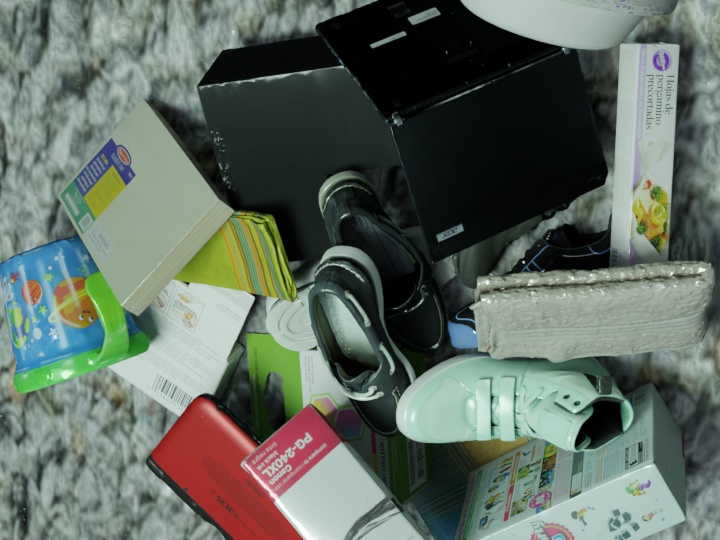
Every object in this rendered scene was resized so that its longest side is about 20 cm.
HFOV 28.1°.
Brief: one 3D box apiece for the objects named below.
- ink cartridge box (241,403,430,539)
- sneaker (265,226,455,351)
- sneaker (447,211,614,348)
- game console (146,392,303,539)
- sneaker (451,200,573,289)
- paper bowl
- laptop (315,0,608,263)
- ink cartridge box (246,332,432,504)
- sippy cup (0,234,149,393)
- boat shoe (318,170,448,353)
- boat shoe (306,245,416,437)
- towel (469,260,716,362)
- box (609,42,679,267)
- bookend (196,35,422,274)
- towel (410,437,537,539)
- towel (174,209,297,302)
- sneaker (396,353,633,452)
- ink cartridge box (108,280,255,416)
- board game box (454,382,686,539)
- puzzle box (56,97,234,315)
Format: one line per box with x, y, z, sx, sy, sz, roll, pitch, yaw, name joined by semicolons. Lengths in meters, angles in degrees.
-0.004;0.223;1.265;0.083;0.145;0.200;-40;79;-5;ink cartridge box
0.000;0.000;1.348;0.198;0.081;0.077;-21;116;9;sneaker
0.160;0.007;1.282;0.199;0.070;0.078;-20;98;22;sneaker
-0.103;0.217;1.442;0.200;0.119;0.173;43;123;4;game console
0.141;-0.064;1.261;0.090;0.076;0.201;25;119;7;sneaker
0.151;-0.240;1.112;0.199;0.201;0.105;22;115;15;paper bowl
0.085;-0.139;1.193;0.200;0.176;0.104;55;160;33;laptop
-0.037;0.141;1.400;0.198;0.076;0.149;0;100;26;ink cartridge box
-0.292;0.038;1.416;0.176;0.140;0.131;-18;91;18;sippy cup
0.026;0.007;1.271;0.074;0.066;0.200;-23;119;3;boat shoe
-0.003;0.076;1.255;0.075;0.060;0.201;-5;124;27;boat shoe
0.192;0.036;1.193;0.198;0.133;0.035;-5;65;7;towel
0.235;-0.087;1.195;0.038;0.041;0.202;-1;97;-14;box
-0.022;-0.107;1.306;0.198;0.092;0.200;-7;117;15;bookend
0.129;0.189;1.389;0.199;0.022;0.147;-30;95;29;towel
-0.142;-0.019;1.340;0.199;0.018;0.087;8;124;42;towel
0.136;0.120;1.243;0.199;0.118;0.074;-10;108;-11;sneaker
-0.208;0.036;1.471;0.199;0.045;0.177;33;119;10;ink cartridge box
0.185;0.197;1.270;0.199;0.148;0.065;-28;103;21;board game box
-0.206;-0.064;1.350;0.133;0.025;0.200;-47;44;7;puzzle box
